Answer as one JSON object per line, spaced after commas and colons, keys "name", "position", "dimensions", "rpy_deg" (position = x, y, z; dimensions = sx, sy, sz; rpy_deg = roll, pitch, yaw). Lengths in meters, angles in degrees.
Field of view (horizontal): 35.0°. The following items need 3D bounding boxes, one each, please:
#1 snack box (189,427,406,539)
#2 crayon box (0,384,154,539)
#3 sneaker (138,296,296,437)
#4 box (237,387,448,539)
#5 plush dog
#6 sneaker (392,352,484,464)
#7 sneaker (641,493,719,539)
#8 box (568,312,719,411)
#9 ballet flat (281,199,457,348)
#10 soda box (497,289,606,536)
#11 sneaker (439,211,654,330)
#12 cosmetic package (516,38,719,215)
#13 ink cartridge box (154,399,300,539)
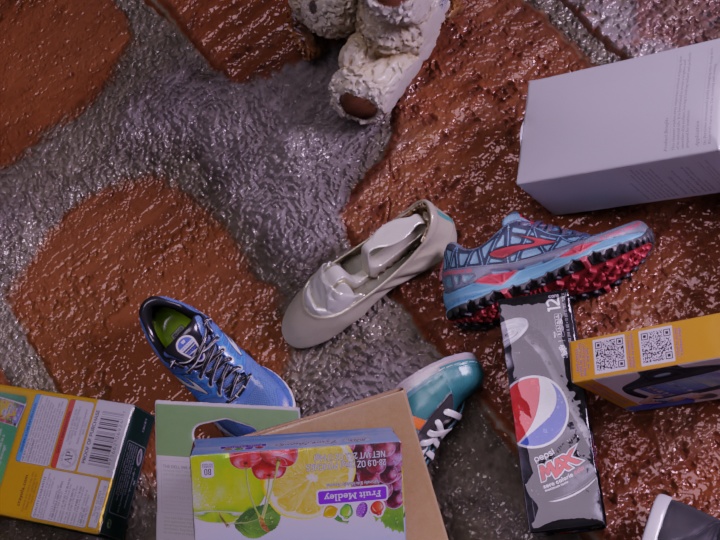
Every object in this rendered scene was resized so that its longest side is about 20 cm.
{"name": "snack box", "position": [-0.047, 0.234, 0.918], "dimensions": [0.168, 0.068, 0.200], "rpy_deg": [-4, 95, -5]}
{"name": "crayon box", "position": [-0.314, 0.185, 1.127], "dimensions": [0.200, 0.052, 0.126], "rpy_deg": [6, 71, 19]}
{"name": "sneaker", "position": [-0.145, 0.093, 1.089], "dimensions": [0.200, 0.089, 0.079], "rpy_deg": [36, 84, 26]}
{"name": "box", "position": [-0.012, 0.217, 0.965], "dimensions": [0.163, 0.021, 0.200], "rpy_deg": [-17, 93, -4]}
{"name": "plush dog", "position": [-0.001, -0.278, 1.167], "dimensions": [0.172, 0.200, 0.160], "rpy_deg": [31, 47, 16]}
{"name": "sneaker", "position": [0.040, 0.158, 1.019], "dimensions": [0.200, 0.071, 0.080], "rpy_deg": [-40, 63, 8]}
{"name": "sneaker", "position": [0.259, 0.281, 0.893], "dimensions": [0.099, 0.071, 0.200], "rpy_deg": [9, 68, 26]}
{"name": "box", "position": [0.283, 0.071, 0.913], "dimensions": [0.200, 0.119, 0.042], "rpy_deg": [-13, 66, 34]}
{"name": "ballet flat", "position": [0.000, 0.000, 1.094], "dimensions": [0.200, 0.069, 0.070], "rpy_deg": [-36, 63, 2]}
{"name": "soda box", "position": [0.164, 0.122, 0.978], "dimensions": [0.063, 0.071, 0.200], "rpy_deg": [-10, 72, 12]}
{"name": "sneaker", "position": [0.164, -0.020, 1.043], "dimensions": [0.200, 0.079, 0.096], "rpy_deg": [-17, 63, 10]}
{"name": "cosmetic package", "position": [0.245, -0.124, 1.021], "dimensions": [0.200, 0.081, 0.113], "rpy_deg": [-6, 66, 42]}
{"name": "ink cartridge box", "position": [-0.111, 0.216, 1.015], "dimensions": [0.145, 0.048, 0.200], "rpy_deg": [0, 90, 18]}
